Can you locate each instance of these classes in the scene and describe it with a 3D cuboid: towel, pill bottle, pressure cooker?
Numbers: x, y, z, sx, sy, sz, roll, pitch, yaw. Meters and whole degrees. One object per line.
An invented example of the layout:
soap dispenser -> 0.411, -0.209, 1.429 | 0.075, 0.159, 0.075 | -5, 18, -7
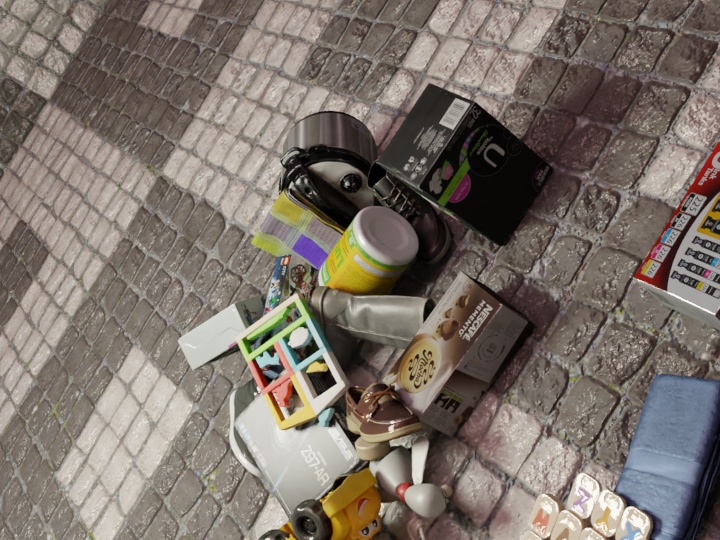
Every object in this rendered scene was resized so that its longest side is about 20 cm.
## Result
towel -> -0.102, -0.056, 1.749 | 0.023, 0.144, 0.200 | -59, 7, -33
pill bottle -> 0.000, 0.000, 1.636 | 0.200, 0.111, 0.111 | -54, 32, 42
towel -> 0.354, 0.219, 1.163 | 0.112, 0.048, 0.200 | 7, 72, 54
pressure cooker -> -0.054, -0.161, 1.763 | 0.200, 0.175, 0.179 | -95, 6, -50

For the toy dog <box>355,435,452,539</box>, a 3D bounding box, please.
toy dog -> 0.077, 0.281, 1.403 | 0.096, 0.132, 0.200 | -25, 37, -20

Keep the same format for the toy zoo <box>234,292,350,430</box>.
toy zoo -> -0.099, 0.152, 1.564 | 0.131, 0.020, 0.200 | -35, 68, 17

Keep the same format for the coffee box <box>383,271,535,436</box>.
coffee box -> 0.138, 0.117, 1.452 | 0.200, 0.080, 0.113 | -54, 36, 7

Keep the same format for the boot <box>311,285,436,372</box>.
boot -> 0.030, 0.102, 1.581 | 0.200, 0.182, 0.073 | 5, 43, 22

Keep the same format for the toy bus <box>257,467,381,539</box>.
toy bus -> -0.026, 0.396, 1.390 | 0.192, 0.136, 0.200 | 51, 122, 13

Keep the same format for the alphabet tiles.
alphabet tiles -> 0.257, 0.344, 1.171 | 0.200, 0.015, 0.196 | 32, 107, 53

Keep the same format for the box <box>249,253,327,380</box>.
box -> -0.101, 0.091, 1.695 | 0.038, 0.136, 0.200 | -11, 58, 43

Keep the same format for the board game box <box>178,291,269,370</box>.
board game box -> -0.192, 0.092, 1.753 | 0.147, 0.200, 0.064 | -30, 85, 33

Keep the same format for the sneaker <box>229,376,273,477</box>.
sneaker -> -0.166, 0.247, 1.715 | 0.099, 0.071, 0.200 | -47, 34, 23

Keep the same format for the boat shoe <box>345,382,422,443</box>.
boat shoe -> 0.024, 0.194, 1.434 | 0.200, 0.072, 0.072 | 179, 77, -72

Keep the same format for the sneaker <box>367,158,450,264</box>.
sneaker -> 0.071, -0.094, 1.654 | 0.075, 0.106, 0.200 | -44, 39, 18

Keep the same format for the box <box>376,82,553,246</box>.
box -> 0.157, -0.156, 1.520 | 0.149, 0.200, 0.124 | -56, 38, 3

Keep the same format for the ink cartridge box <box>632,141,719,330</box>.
ink cartridge box -> 0.453, -0.030, 1.194 | 0.200, 0.084, 0.176 | -58, 37, -1

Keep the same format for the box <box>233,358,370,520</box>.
box -> -0.091, 0.264, 1.585 | 0.160, 0.044, 0.200 | -45, 61, 18
